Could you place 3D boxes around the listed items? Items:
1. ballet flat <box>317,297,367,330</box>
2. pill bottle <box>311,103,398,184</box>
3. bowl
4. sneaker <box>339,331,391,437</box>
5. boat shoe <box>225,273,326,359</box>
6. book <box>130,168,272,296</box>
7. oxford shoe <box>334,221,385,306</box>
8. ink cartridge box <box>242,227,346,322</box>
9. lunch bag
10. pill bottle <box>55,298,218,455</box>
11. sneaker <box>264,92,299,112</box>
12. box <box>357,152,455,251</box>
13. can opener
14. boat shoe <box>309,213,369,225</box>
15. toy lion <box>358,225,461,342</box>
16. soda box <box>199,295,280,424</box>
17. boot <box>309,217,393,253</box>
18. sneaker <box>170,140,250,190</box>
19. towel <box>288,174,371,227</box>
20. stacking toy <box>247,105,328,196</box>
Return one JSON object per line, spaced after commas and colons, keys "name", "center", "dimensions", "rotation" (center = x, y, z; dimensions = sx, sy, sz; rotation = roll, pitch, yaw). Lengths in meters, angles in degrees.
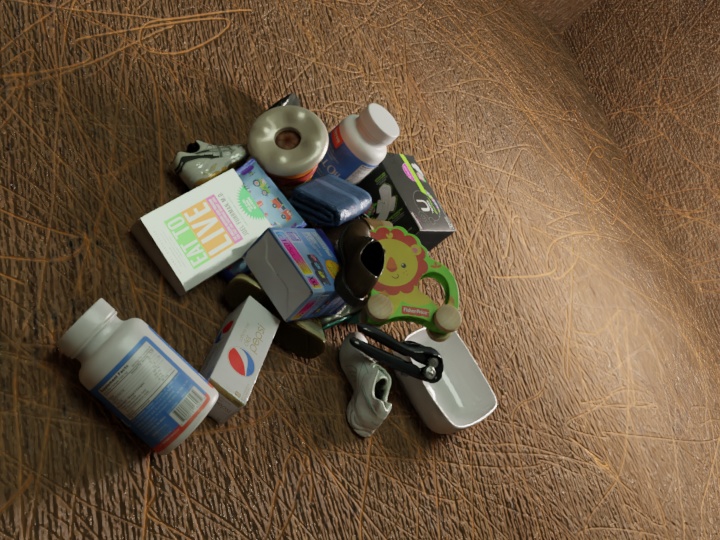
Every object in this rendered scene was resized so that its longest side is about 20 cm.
{"name": "ballet flat", "center": [-0.026, 0.064, 1.612], "dimensions": [0.199, 0.067, 0.064], "rotation": [-9, 71, -53]}
{"name": "pill bottle", "center": [-0.019, -0.239, 1.799], "dimensions": [0.112, 0.200, 0.113], "rotation": [32, 35, -26]}
{"name": "bowl", "center": [0.147, 0.209, 1.678], "dimensions": [0.199, 0.075, 0.201], "rotation": [-11, 65, -56]}
{"name": "sneaker", "center": [0.016, 0.182, 1.537], "dimensions": [0.070, 0.080, 0.201], "rotation": [23, 39, -34]}
{"name": "boat shoe", "center": [-0.138, 0.068, 1.475], "dimensions": [0.200, 0.074, 0.067], "rotation": [43, 25, -25]}
{"name": "book", "center": [-0.245, -0.062, 1.434], "dimensions": [0.200, 0.048, 0.134], "rotation": [-36, 92, -39]}
{"name": "oxford shoe", "center": [0.010, -0.026, 1.493], "dimensions": [0.073, 0.084, 0.201], "rotation": [38, 26, -25]}
{"name": "ink cartridge box", "center": [-0.085, 0.003, 1.485], "dimensions": [0.137, 0.076, 0.200], "rotation": [54, 21, 15]}
{"name": "lunch bag", "center": [-0.210, -0.074, 1.522], "dimensions": [0.151, 0.094, 0.200], "rotation": [50, 40, -5]}
{"name": "pill bottle", "center": [-0.291, 0.133, 1.165], "dimensions": [0.200, 0.112, 0.112], "rotation": [45, 32, -8]}
{"name": "sneaker", "center": [-0.158, -0.284, 1.824], "dimensions": [0.091, 0.076, 0.201], "rotation": [47, 37, -23]}
{"name": "box", "center": [0.078, -0.133, 1.901], "dimensions": [0.148, 0.124, 0.201], "rotation": [-4, 61, -53]}
{"name": "can opener", "center": [0.063, 0.144, 1.540], "dimensions": [0.199, 0.078, 0.064], "rotation": [21, 86, -32]}
{"name": "boat shoe", "center": [-0.036, -0.099, 1.751], "dimensions": [0.201, 0.091, 0.071], "rotation": [54, 31, 6]}
{"name": "toy lion", "center": [0.077, 0.016, 1.587], "dimensions": [0.198, 0.069, 0.193], "rotation": [10, 64, -10]}
{"name": "soda box", "center": [-0.186, 0.130, 1.347], "dimensions": [0.068, 0.064, 0.201], "rotation": [40, 33, -15]}
{"name": "boot", "center": [0.000, 0.000, 1.637], "dimensions": [0.165, 0.072, 0.202], "rotation": [-7, 68, -23]}
{"name": "sneaker", "center": [-0.260, -0.201, 1.591], "dimensions": [0.088, 0.076, 0.200], "rotation": [41, 26, 1]}
{"name": "towel", "center": [-0.053, -0.127, 1.654], "dimensions": [0.111, 0.049, 0.200], "rotation": [27, 20, 10]}
{"name": "stacking toy", "center": [-0.129, -0.194, 1.671], "dimensions": [0.145, 0.200, 0.147], "rotation": [0, 63, 0]}
